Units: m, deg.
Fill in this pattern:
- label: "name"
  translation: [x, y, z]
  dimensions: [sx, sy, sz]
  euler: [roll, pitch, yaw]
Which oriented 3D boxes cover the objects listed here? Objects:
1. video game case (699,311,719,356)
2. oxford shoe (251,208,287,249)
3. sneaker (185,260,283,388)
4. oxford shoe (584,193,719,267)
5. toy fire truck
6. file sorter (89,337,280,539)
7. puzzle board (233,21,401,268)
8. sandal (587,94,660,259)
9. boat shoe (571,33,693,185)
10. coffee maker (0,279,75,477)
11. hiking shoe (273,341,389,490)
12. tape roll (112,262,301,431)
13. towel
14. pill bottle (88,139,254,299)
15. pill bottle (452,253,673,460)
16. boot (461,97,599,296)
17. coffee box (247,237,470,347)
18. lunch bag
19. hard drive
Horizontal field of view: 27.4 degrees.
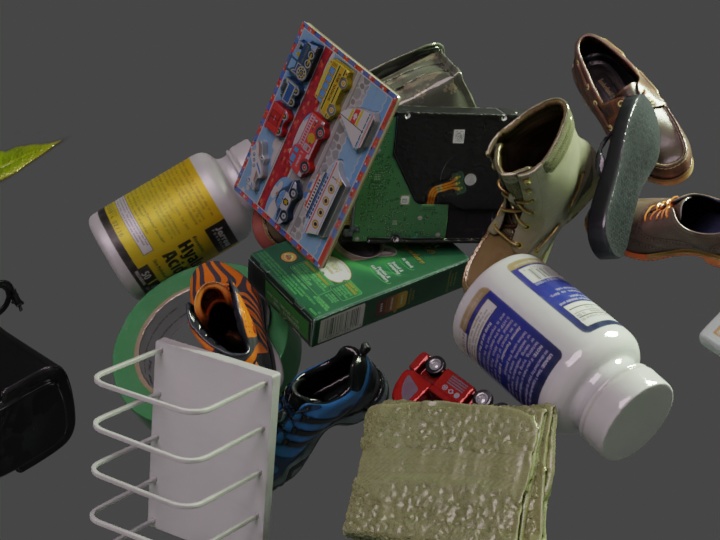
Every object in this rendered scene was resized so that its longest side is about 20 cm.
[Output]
- label: "video game case"
  translation: [0.453, 0.053, 1.385]
  dimensions: [0.182, 0.023, 0.200]
  euler: [-44, 54, -12]
- label: "oxford shoe"
  translation: [-0.062, -0.111, 1.594]
  dimensions: [0.075, 0.070, 0.200]
  euler: [-26, 48, 39]
- label: "sneaker"
  translation: [-0.137, 0.035, 1.492]
  dimensions: [0.078, 0.112, 0.200]
  euler: [-29, 45, -4]
- label: "oxford shoe"
  translation: [0.311, -0.053, 1.473]
  dimensions: [0.200, 0.073, 0.071]
  euler: [7, 61, 34]
- label: "toy fire truck"
  translation: [0.088, 0.180, 1.414]
  dimensions: [0.141, 0.049, 0.200]
  euler: [-46, 53, -12]
- label: "file sorter"
  translation: [-0.172, 0.188, 1.390]
  dimensions: [0.139, 0.200, 0.124]
  euler: [15, 20, 28]
- label: "puzzle board"
  translation: [-0.050, -0.125, 1.479]
  dimensions: [0.151, 0.017, 0.200]
  euler: [43, 121, 33]
- label: "sandal"
  translation: [0.252, -0.100, 1.465]
  dimensions: [0.043, 0.076, 0.200]
  euler: [-2, 48, 35]
- label: "boat shoe"
  translation: [0.284, -0.174, 1.576]
  dimensions: [0.070, 0.070, 0.200]
  euler: [-30, 53, -6]
- label: "coffee maker"
  translation: [-0.399, 0.108, 1.589]
  dimensions: [0.200, 0.135, 0.192]
  euler: [30, 70, 33]
- label: "hiking shoe"
  translation: [-0.068, 0.144, 1.472]
  dimensions: [0.200, 0.087, 0.074]
  euler: [-38, 52, -8]
- label: "tape roll"
  translation: [-0.163, 0.087, 1.572]
  dimensions: [0.200, 0.048, 0.201]
  euler: [-9, 55, 13]
- label: "towel"
  translation: [0.083, 0.189, 1.352]
  dimensions: [0.200, 0.036, 0.149]
  euler: [-2, 61, 28]
- label: "pill bottle"
  translation: [-0.191, -0.062, 1.644]
  dimensions: [0.200, 0.111, 0.111]
  euler: [-31, 52, -2]
- label: "pill bottle"
  translation: [0.193, 0.084, 1.398]
  dimensions: [0.120, 0.120, 0.200]
  euler: [-40, 53, -9]
- label: "boot"
  translation: [0.152, -0.064, 1.444]
  dimensions: [0.072, 0.155, 0.200]
  euler: [38, 88, 28]
- label: "coffee box"
  translation: [0.000, 0.000, 1.525]
  dimensions: [0.200, 0.044, 0.123]
  euler: [-22, 47, -30]
- label: "lunch bag"
  translation: [0.040, -0.165, 1.616]
  dimensions: [0.164, 0.118, 0.200]
  euler: [-26, 21, 3]
- label: "hard drive"
  translation: [0.078, -0.098, 1.510]
  dimensions: [0.200, 0.140, 0.038]
  euler: [-1, 18, -16]
